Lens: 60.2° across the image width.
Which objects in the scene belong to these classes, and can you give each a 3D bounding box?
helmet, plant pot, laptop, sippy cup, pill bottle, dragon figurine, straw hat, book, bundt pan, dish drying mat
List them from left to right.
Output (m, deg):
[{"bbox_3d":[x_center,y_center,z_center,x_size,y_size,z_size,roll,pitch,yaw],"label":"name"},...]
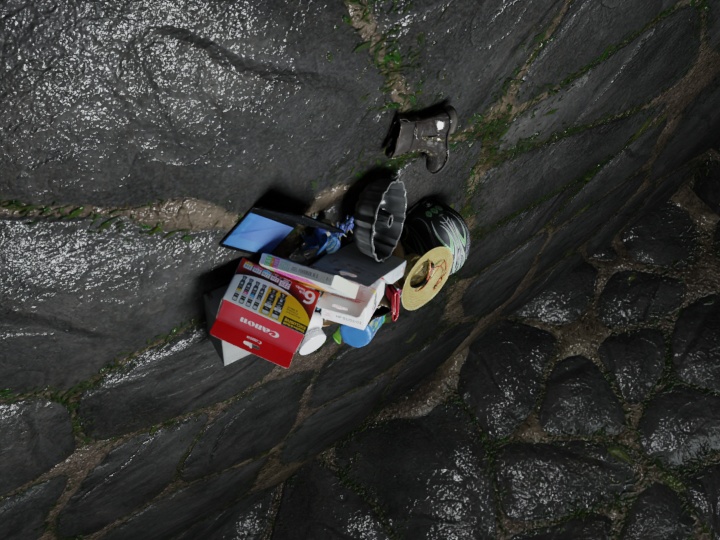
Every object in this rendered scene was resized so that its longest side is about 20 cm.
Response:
[{"bbox_3d":[-0.168,-0.071,1.349,0.177,0.198,0.105,15,88,-62],"label":"laptop"},{"bbox_3d":[-0.168,0.106,1.549,0.112,0.201,0.113,-30,156,-15],"label":"pill bottle"},{"bbox_3d":[-0.118,0.013,1.424,0.133,0.198,0.049,30,78,-64],"label":"book"},{"bbox_3d":[-0.088,-0.069,1.468,0.058,0.100,0.201,-9,144,-45],"label":"dragon figurine"},{"bbox_3d":[-0.002,0.151,1.818,0.131,0.138,0.180,-67,173,-60],"label":"sippy cup"},{"bbox_3d":[0.040,-0.127,1.494,0.202,0.075,0.204,-49,147,-47],"label":"bundt pan"},{"bbox_3d":[0.084,0.081,1.668,0.018,0.078,0.200,0,-174,-3],"label":"dish drying mat"},{"bbox_3d":[0.086,-0.043,1.672,0.027,0.203,0.200,-12,161,14],"label":"plant pot"},{"bbox_3d":[0.148,0.001,1.637,0.200,0.085,0.203,-32,142,-30],"label":"straw hat"},{"bbox_3d":[0.217,-0.084,1.746,0.199,0.191,0.201,-32,155,-17],"label":"helmet"}]

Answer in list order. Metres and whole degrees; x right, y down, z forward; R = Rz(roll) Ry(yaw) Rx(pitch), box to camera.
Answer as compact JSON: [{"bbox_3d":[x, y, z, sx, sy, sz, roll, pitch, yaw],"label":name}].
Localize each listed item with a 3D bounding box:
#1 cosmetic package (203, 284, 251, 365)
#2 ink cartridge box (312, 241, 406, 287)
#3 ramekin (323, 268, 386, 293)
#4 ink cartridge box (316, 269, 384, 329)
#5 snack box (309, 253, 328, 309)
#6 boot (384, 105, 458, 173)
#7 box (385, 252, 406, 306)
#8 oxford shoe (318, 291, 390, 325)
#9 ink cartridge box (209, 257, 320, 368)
[{"bbox_3d":[-0.320,0.133,1.506,0.089,0.107,0.201,-22,154,-25],"label":"cosmetic package"},{"bbox_3d":[0.000,0.000,1.504,0.200,0.160,0.051,-35,139,-53],"label":"ink cartridge box"},{"bbox_3d":[-0.001,0.027,1.707,0.201,0.097,0.201,-46,159,-23],"label":"ramekin"},{"bbox_3d":[-0.023,0.072,1.510,0.200,0.114,0.069,-56,156,-53],"label":"ink cartridge box"},{"bbox_3d":[-0.110,0.038,1.708,0.116,0.037,0.201,-35,156,-10],"label":"snack box"},{"bbox_3d":[0.128,-0.289,1.429,0.172,0.069,0.201,-22,145,-25],"label":"boot"},{"bbox_3d":[0.088,0.040,1.889,0.122,0.106,0.201,-29,157,-38],"label":"box"},{"bbox_3d":[-0.016,0.105,1.588,0.197,0.085,0.073,-16,132,-10],"label":"oxford shoe"},{"bbox_3d":[-0.211,0.095,1.388,0.084,0.198,0.177,122,-11,-45],"label":"ink cartridge box"}]
